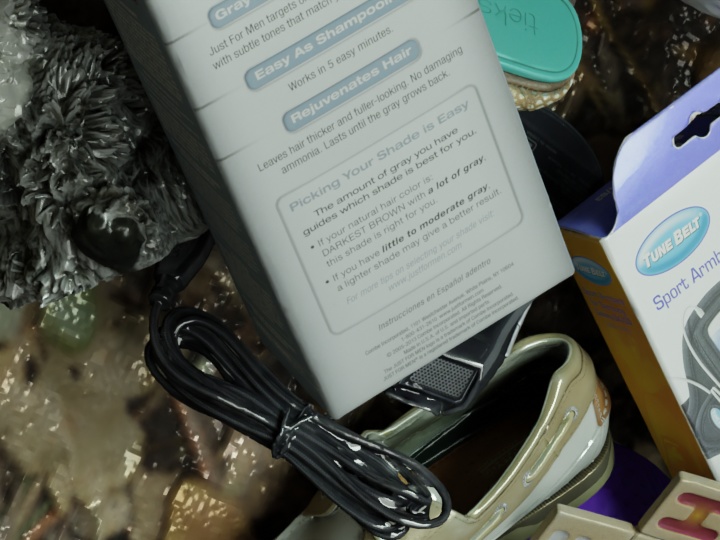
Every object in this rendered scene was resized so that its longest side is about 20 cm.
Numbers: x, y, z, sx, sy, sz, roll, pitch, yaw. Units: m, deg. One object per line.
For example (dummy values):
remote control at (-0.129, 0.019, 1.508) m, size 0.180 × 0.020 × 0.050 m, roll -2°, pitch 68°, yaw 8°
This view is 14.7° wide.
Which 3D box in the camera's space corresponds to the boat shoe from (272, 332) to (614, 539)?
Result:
boat shoe at (0.012, 0.093, 1.064) m, size 0.200 × 0.075 × 0.068 m, roll -38°, pitch 143°, yaw -22°

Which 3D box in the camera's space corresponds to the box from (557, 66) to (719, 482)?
box at (0.155, 0.014, 1.083) m, size 0.119 × 0.041 × 0.200 m, roll -36°, pitch 113°, yaw -20°

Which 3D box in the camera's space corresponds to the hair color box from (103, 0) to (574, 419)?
hair color box at (-0.012, -0.060, 0.895) m, size 0.099 × 0.061 × 0.200 m, roll -31°, pitch 127°, yaw -11°

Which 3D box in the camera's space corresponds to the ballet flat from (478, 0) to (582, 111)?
ballet flat at (-0.015, -0.094, 0.960) m, size 0.200 × 0.065 × 0.071 m, roll 23°, pitch 61°, yaw -31°

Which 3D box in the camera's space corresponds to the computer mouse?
computer mouse at (0.000, 0.000, 1.052) m, size 0.140 × 0.046 × 0.200 m, roll 31°, pitch 58°, yaw -3°

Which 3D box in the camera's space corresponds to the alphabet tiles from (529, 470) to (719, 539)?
alphabet tiles at (0.122, 0.156, 1.107) m, size 0.167 × 0.008 × 0.200 m, roll 17°, pitch 131°, yaw -18°

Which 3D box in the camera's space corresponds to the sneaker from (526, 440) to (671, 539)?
sneaker at (0.143, 0.133, 1.154) m, size 0.200 × 0.099 × 0.070 m, roll 38°, pitch 80°, yaw -35°

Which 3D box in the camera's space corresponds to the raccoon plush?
raccoon plush at (-0.098, -0.076, 0.973) m, size 0.200 × 0.097 × 0.134 m, roll -40°, pitch 111°, yaw -52°

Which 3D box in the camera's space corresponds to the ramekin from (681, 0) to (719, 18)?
ramekin at (0.176, -0.177, 1.037) m, size 0.105 × 0.200 × 0.201 m, roll 4°, pitch 101°, yaw -24°
